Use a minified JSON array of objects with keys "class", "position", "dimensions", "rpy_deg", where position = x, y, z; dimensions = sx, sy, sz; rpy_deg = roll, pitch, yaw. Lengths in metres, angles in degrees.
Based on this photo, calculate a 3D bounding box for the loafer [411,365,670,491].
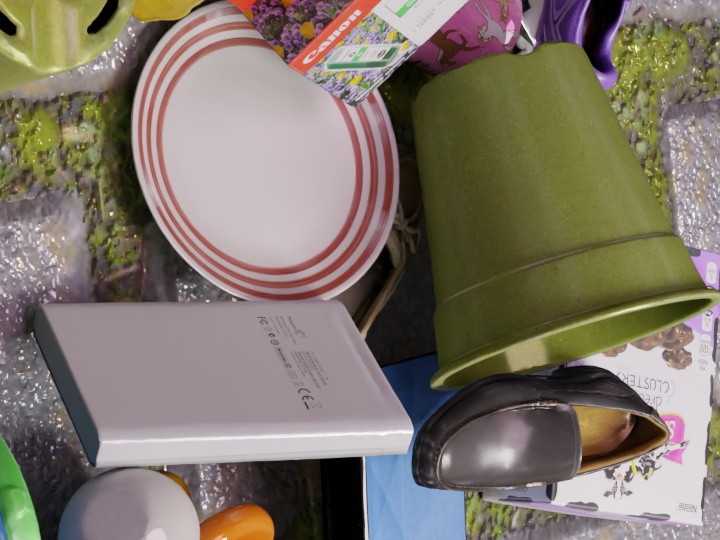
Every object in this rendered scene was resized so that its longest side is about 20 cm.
[{"class":"loafer","position":[0.119,0.107,1.791],"dimensions":[0.199,0.072,0.073],"rpy_deg":[-16,117,-39]}]

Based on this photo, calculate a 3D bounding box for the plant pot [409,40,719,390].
[{"class":"plant pot","position":[0.113,-0.041,1.784],"dimensions":[0.199,0.200,0.191],"rpy_deg":[-9,78,-44]}]

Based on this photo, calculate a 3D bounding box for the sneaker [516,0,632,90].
[{"class":"sneaker","position":[0.165,-0.218,1.937],"dimensions":[0.080,0.083,0.202],"rpy_deg":[5,85,-44]}]

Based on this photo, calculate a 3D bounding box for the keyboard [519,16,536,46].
[{"class":"keyboard","position":[0.069,-0.242,1.868],"dimensions":[0.011,0.056,0.201],"rpy_deg":[-29,115,3]}]

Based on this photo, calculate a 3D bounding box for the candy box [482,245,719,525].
[{"class":"candy box","position":[0.176,0.075,1.948],"dimensions":[0.167,0.071,0.202],"rpy_deg":[12,81,-43]}]

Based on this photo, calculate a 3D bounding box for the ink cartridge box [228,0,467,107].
[{"class":"ink cartridge box","position":[-0.009,-0.169,1.648],"dimensions":[0.109,0.050,0.200],"rpy_deg":[-43,163,8]}]

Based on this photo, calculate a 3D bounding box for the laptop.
[{"class":"laptop","position":[0.035,0.164,1.772],"dimensions":[0.115,0.200,0.189],"rpy_deg":[-5,100,-10]}]

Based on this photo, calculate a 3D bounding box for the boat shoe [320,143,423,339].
[{"class":"boat shoe","position":[-0.002,-0.001,1.784],"dimensions":[0.073,0.063,0.201],"rpy_deg":[54,55,-29]}]

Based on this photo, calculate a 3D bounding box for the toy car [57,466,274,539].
[{"class":"toy car","position":[-0.108,0.221,1.585],"dimensions":[0.175,0.149,0.201],"rpy_deg":[71,36,-67]}]

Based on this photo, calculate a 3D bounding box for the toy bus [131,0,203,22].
[{"class":"toy bus","position":[-0.138,-0.276,1.623],"dimensions":[0.191,0.135,0.201],"rpy_deg":[28,72,-26]}]

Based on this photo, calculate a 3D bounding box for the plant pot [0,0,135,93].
[{"class":"plant pot","position":[-0.224,-0.169,1.489],"dimensions":[0.199,0.183,0.202],"rpy_deg":[1,88,-43]}]

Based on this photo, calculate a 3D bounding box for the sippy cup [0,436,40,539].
[{"class":"sippy cup","position":[-0.261,0.155,1.493],"dimensions":[0.130,0.140,0.179],"rpy_deg":[-13,74,-33]}]

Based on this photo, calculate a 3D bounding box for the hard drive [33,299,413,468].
[{"class":"hard drive","position":[-0.082,0.065,1.629],"dimensions":[0.199,0.132,0.026],"rpy_deg":[-1,126,-25]}]

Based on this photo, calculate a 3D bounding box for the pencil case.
[{"class":"pencil case","position":[0.017,-0.195,1.795],"dimensions":[0.199,0.087,0.083],"rpy_deg":[27,107,-40]}]

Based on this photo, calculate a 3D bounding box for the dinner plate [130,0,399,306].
[{"class":"dinner plate","position":[-0.062,-0.074,1.732],"dimensions":[0.199,0.024,0.202],"rpy_deg":[9,73,-31]}]
